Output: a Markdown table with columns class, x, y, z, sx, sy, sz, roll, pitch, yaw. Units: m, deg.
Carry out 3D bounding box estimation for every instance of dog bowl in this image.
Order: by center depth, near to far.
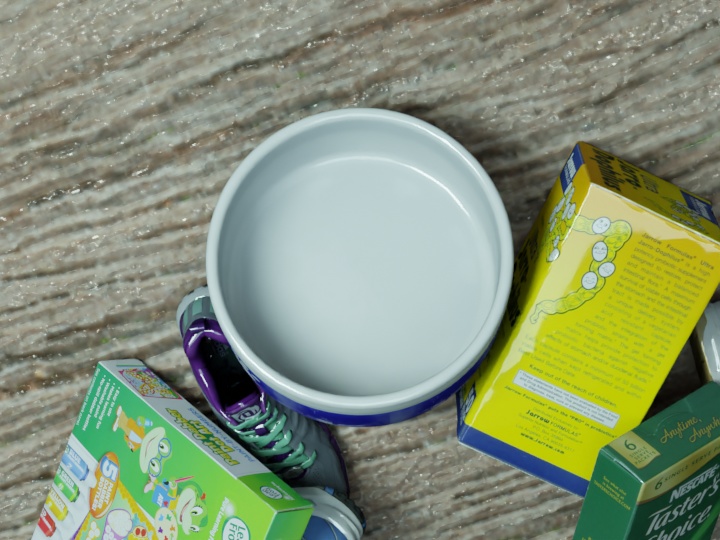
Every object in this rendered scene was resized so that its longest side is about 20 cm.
| class | x | y | z | sx | sy | sz | roll | pitch | yaw |
| --- | --- | --- | --- | --- | --- | --- | --- | --- | --- |
| dog bowl | 0.000 | 0.000 | 1.370 | 0.199 | 0.079 | 0.201 | 0 | 75 | 1 |

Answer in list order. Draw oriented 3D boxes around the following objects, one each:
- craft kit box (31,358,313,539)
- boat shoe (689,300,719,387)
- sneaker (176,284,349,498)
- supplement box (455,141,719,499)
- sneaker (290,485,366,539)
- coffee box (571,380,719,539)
| class | x | y | z | sx | sy | sz | roll | pitch | yaw |
| --- | --- | --- | --- | --- | --- | --- | --- | --- | --- |
| craft kit box | -0.142 | 0.196 | 1.443 | 0.197 | 0.048 | 0.201 | 34 | 111 | 33 |
| boat shoe | 0.284 | 0.111 | 1.456 | 0.069 | 0.071 | 0.201 | -16 | 108 | 3 |
| sneaker | -0.073 | 0.109 | 1.451 | 0.074 | 0.088 | 0.201 | -28 | 106 | 10 |
| supplement box | 0.153 | 0.033 | 1.412 | 0.109 | 0.109 | 0.201 | 24 | 107 | -7 |
| sneaker | -0.095 | 0.202 | 1.465 | 0.199 | 0.077 | 0.076 | -13 | 128 | 29 |
| coffee box | 0.195 | 0.180 | 1.427 | 0.044 | 0.123 | 0.201 | 39 | 135 | 31 |
